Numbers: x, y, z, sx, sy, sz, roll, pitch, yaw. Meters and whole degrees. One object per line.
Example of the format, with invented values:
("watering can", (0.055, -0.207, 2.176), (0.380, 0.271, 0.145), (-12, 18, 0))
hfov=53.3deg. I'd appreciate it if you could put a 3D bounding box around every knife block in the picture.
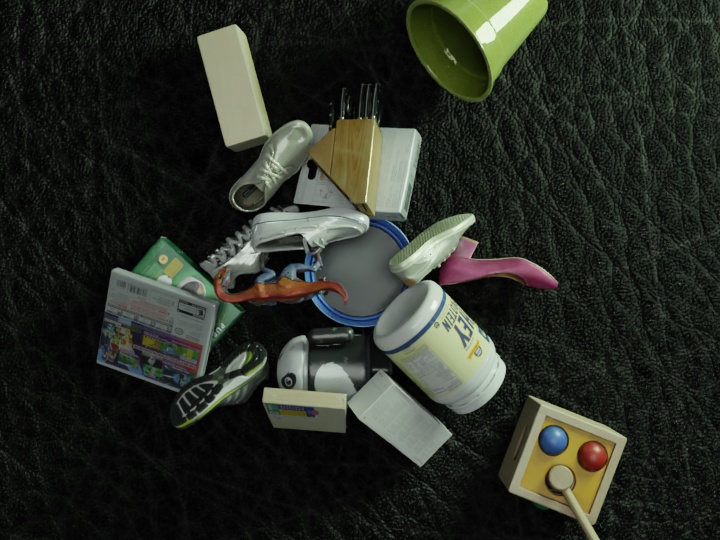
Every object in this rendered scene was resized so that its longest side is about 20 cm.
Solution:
("knife block", (0.008, -0.215, 1.222), (0.175, 0.064, 0.200), (-42, 66, 0))

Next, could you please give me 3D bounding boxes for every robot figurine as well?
("robot figurine", (-0.044, 0.173, 1.236), (0.199, 0.125, 0.151), (0, 85, 0))

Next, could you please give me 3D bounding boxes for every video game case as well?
("video game case", (-0.356, 0.110, 1.255), (0.199, 0.023, 0.183), (18, 107, 8))

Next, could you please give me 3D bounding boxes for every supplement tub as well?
("supplement tub", (0.135, 0.132, 1.211), (0.145, 0.145, 0.200), (-46, 106, 0))

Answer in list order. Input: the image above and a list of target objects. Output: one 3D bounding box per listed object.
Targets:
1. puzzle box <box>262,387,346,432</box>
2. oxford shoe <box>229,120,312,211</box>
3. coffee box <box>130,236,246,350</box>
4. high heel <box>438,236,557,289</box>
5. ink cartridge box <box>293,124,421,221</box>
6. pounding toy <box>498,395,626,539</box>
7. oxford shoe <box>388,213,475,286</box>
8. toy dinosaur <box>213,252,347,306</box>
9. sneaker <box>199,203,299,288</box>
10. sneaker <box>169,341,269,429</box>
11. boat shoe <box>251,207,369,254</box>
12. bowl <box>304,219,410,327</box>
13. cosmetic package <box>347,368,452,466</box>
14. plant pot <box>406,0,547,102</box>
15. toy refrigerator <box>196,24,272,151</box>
("puzzle box", (-0.088, 0.237, 1.202), (0.132, 0.200, 0.026), (5, 66, 0))
("oxford shoe", (-0.155, -0.173, 1.246), (0.075, 0.058, 0.200), (39, 106, -21))
("coffee box", (-0.317, 0.051, 1.281), (0.200, 0.044, 0.123), (41, 92, 1))
("high heel", (0.240, 0.016, 1.261), (0.199, 0.067, 0.096), (24, 79, 6))
("ink cartridge box", (-0.003, -0.176, 1.273), (0.199, 0.057, 0.163), (5, 73, 22))
("pounding toy", (0.350, 0.349, 1.221), (0.183, 0.142, 0.201), (21, 89, 1))
("oxford shoe", (0.129, -0.037, 1.246), (0.200, 0.075, 0.058), (-38, 110, -30))
("toy dinosaur", (-0.147, 0.018, 1.199), (0.181, 0.200, 0.106), (-16, 103, -23))
("sneaker", (-0.185, -0.046, 1.276), (0.200, 0.075, 0.081), (-36, 107, -1))
("sneaker", (-0.236, 0.213, 1.244), (0.200, 0.081, 0.074), (-34, 47, -11))
("boat shoe", (-0.084, -0.058, 1.203), (0.199, 0.074, 0.066), (-5, 61, 5))
("bowl", (0.000, 0.000, 1.282), (0.200, 0.039, 0.202), (0, 89, 1))
("cosmetic package", (0.069, 0.252, 1.216), (0.083, 0.051, 0.200), (-46, 129, -2))
("plant pot", (0.213, -0.428, 1.230), (0.190, 0.200, 0.200), (-43, 89, -13))
("toy refrigerator", (-0.221, -0.321, 1.276), (0.076, 0.070, 0.201), (-16, 88, 7))
